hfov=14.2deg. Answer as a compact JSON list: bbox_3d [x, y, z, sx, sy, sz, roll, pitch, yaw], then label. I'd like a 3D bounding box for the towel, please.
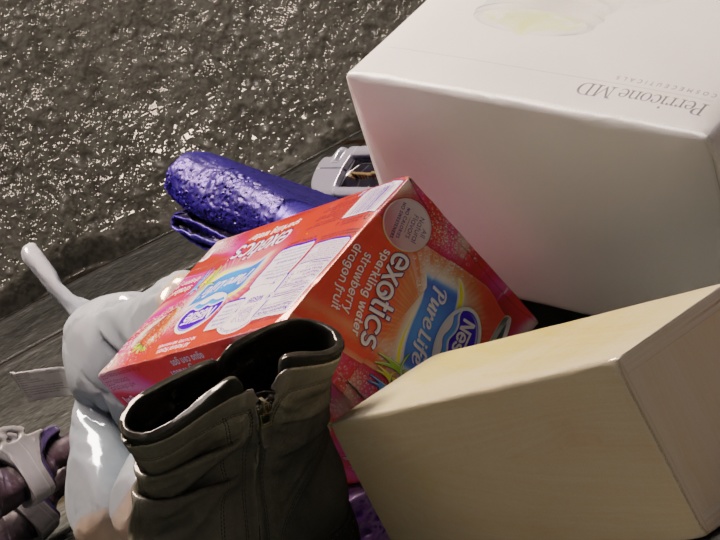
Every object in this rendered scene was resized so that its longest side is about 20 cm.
[{"bbox_3d":[0.000,0.000,1.514,0.148,0.050,0.200,20,6,-43],"label":"towel"}]

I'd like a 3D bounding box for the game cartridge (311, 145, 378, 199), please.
[{"bbox_3d":[0.067,-0.022,1.592,0.041,0.133,0.200,-65,23,-10],"label":"game cartridge"}]

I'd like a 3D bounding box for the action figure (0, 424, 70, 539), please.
[{"bbox_3d":[-0.149,0.098,1.761,0.200,0.069,0.130,-27,-18,-28],"label":"action figure"}]

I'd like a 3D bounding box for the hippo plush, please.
[{"bbox_3d":[-0.074,0.074,1.560,0.161,0.159,0.200,3,4,-33],"label":"hippo plush"}]

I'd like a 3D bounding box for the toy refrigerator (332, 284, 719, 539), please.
[{"bbox_3d":[0.080,0.065,1.144,0.070,0.076,0.200,-32,8,-32],"label":"toy refrigerator"}]

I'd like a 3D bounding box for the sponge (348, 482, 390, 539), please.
[{"bbox_3d":[-0.052,0.132,1.345,0.200,0.030,0.112,-27,7,5],"label":"sponge"}]

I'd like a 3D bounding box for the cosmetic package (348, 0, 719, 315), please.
[{"bbox_3d":[0.139,-0.083,1.336,0.199,0.123,0.200,13,46,38],"label":"cosmetic package"}]

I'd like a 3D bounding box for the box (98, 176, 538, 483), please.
[{"bbox_3d":[-0.024,0.037,1.342,0.100,0.095,0.200,-49,15,-26],"label":"box"}]

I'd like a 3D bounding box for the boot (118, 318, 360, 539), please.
[{"bbox_3d":[-0.087,0.105,1.201,0.200,0.131,0.068,-33,46,-26],"label":"boot"}]

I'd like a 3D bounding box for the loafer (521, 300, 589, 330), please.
[{"bbox_3d":[0.101,0.005,1.398,0.070,0.068,0.201,-36,12,50],"label":"loafer"}]
